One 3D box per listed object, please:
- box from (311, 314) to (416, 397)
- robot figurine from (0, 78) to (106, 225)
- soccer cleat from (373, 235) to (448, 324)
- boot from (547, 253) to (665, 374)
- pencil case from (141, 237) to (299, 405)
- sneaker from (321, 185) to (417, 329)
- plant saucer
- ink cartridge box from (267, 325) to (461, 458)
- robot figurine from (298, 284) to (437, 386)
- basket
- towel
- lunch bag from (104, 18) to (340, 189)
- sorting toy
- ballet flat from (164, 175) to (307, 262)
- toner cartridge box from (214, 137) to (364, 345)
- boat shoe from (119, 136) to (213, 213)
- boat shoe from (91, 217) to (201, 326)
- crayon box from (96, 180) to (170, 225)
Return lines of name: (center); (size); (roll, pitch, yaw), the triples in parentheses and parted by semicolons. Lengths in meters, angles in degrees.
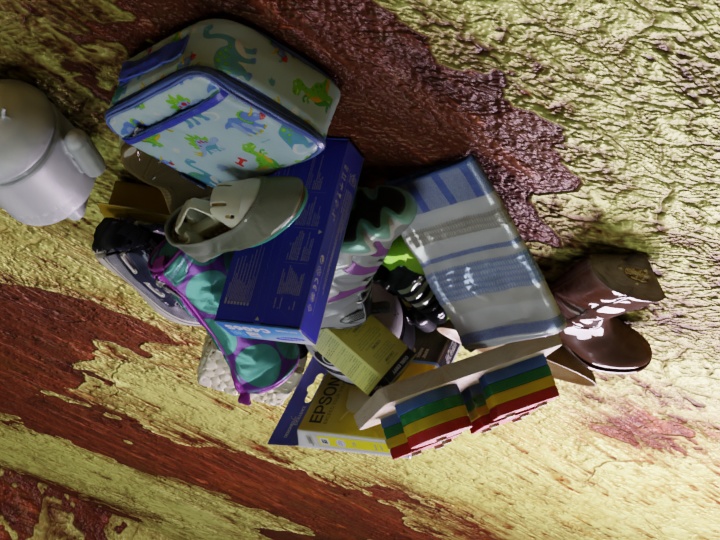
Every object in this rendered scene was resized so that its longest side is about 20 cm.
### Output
box: (-0.036, 0.051, 1.634); (0.200, 0.050, 0.075); (40, 157, 5)
robot figurine: (-0.345, -0.121, 1.552); (0.169, 0.113, 0.200); (-3, 155, 17)
soccer cleat: (0.056, 0.005, 1.647); (0.081, 0.068, 0.200); (-8, 154, 10)
boot: (0.283, 0.045, 1.631); (0.186, 0.064, 0.200); (19, 155, -17)
pencil case: (-0.146, 0.041, 1.615); (0.085, 0.092, 0.200); (2, 133, 53)
sneaker: (0.000, 0.000, 1.540); (0.200, 0.078, 0.140); (-27, 133, 25)
plant saucer: (0.189, 0.087, 1.787); (0.200, 0.036, 0.200); (20, 173, 3)
ink cartridge box: (0.002, 0.140, 1.877); (0.199, 0.198, 0.047); (4, 136, 25)
robot figurine: (-0.001, 0.071, 1.772); (0.125, 0.150, 0.200); (40, 176, 15)
basket: (-0.131, 0.083, 1.919); (0.135, 0.124, 0.200); (17, 159, -6)
towel: (0.108, -0.012, 1.495); (0.147, 0.024, 0.200); (-14, 110, 50)
lunch bag: (-0.131, -0.149, 1.381); (0.161, 0.083, 0.200); (31, 153, -31)
sorting toy: (0.108, 0.142, 1.620); (0.198, 0.070, 0.200); (-18, 170, -12)
ballet flat: (-0.125, -0.052, 1.418); (0.064, 0.068, 0.200); (28, 154, -26)
toner cartridge box: (-0.068, -0.032, 1.465); (0.095, 0.201, 0.043); (5, 159, 26)
boat shoe: (-0.186, -0.107, 1.565); (0.073, 0.063, 0.201); (-23, 151, 17)
boat shoe: (-0.204, 0.008, 1.696); (0.093, 0.075, 0.200); (5, 158, 43)
crayon box: (-0.213, -0.045, 1.747); (0.126, 0.051, 0.200); (10, 160, 12)
